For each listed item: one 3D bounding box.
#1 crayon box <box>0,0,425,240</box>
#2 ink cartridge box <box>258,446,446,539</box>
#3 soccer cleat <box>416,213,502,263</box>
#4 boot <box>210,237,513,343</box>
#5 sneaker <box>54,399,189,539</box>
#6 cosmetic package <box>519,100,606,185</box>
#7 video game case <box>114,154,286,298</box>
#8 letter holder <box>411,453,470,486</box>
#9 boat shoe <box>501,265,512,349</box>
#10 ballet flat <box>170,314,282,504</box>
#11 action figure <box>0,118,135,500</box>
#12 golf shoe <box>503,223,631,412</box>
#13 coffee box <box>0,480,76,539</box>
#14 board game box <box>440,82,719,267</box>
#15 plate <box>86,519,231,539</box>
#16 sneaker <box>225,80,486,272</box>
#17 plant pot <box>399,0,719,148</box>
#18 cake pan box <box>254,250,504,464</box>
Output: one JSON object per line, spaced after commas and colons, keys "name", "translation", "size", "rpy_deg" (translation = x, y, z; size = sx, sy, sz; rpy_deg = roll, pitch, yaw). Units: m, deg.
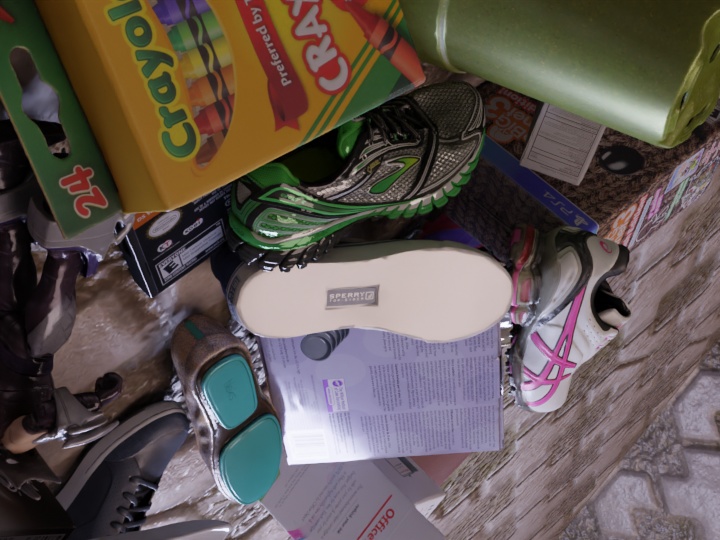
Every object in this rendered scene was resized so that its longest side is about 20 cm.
{"name": "crayon box", "translation": [-0.071, -0.110, 0.521], "size": [0.200, 0.051, 0.127], "rpy_deg": [-32, 110, -31]}
{"name": "ink cartridge box", "translation": [-0.006, 0.211, 1.018], "size": [0.117, 0.200, 0.067], "rpy_deg": [-54, 155, 17]}
{"name": "soccer cleat", "translation": [0.042, 0.022, 0.963], "size": [0.200, 0.076, 0.067], "rpy_deg": [-42, 156, -12]}
{"name": "boot", "translation": [0.000, 0.000, 0.755], "size": [0.199, 0.090, 0.073], "rpy_deg": [3, 111, -21]}
{"name": "sneaker", "translation": [-0.169, 0.209, 0.816], "size": [0.202, 0.146, 0.077], "rpy_deg": [-48, 155, -2]}
{"name": "cosmetic package", "translation": [0.171, -0.159, 0.825], "size": [0.083, 0.050, 0.200], "rpy_deg": [109, 4, -46]}
{"name": "video game case", "translation": [-0.070, -0.093, 0.666], "size": [0.200, 0.025, 0.181], "rpy_deg": [-38, 155, -19]}
{"name": "letter holder", "translation": [0.031, 0.183, 1.165], "size": [0.142, 0.101, 0.200], "rpy_deg": [-52, 156, 15]}
{"name": "boat shoe", "translation": [0.106, 0.048, 1.005], "size": [0.200, 0.068, 0.075], "rpy_deg": [-19, -156, 49]}
{"name": "ballet flat", "translation": [-0.103, 0.103, 0.847], "size": [0.068, 0.067, 0.200], "rpy_deg": [-31, 143, -24]}
{"name": "action figure", "translation": [-0.169, 0.028, 0.572], "size": [0.069, 0.130, 0.201], "rpy_deg": [-15, 129, -51]}
{"name": "golf shoe", "translation": [0.155, 0.048, 0.831], "size": [0.200, 0.092, 0.073], "rpy_deg": [79, 21, -51]}
{"name": "coffee box", "translation": [-0.259, 0.123, 0.573], "size": [0.080, 0.113, 0.200], "rpy_deg": [-50, 157, 6]}
{"name": "board game box", "translation": [0.178, -0.094, 0.911], "size": [0.200, 0.159, 0.097], "rpy_deg": [-36, 153, -26]}
{"name": "plate", "translation": [-0.193, 0.224, 0.659], "size": [0.200, 0.032, 0.199], "rpy_deg": [-53, 156, 14]}
{"name": "sneaker", "translation": [0.007, -0.073, 0.695], "size": [0.200, 0.078, 0.085], "rpy_deg": [-31, 151, -30]}
{"name": "plant pot", "translation": [0.137, -0.172, 0.658], "size": [0.200, 0.190, 0.200], "rpy_deg": [-46, 157, -26]}
{"name": "cake pan box", "translation": [0.020, 0.077, 0.871], "size": [0.183, 0.052, 0.201], "rpy_deg": [-4, 134, 5]}
